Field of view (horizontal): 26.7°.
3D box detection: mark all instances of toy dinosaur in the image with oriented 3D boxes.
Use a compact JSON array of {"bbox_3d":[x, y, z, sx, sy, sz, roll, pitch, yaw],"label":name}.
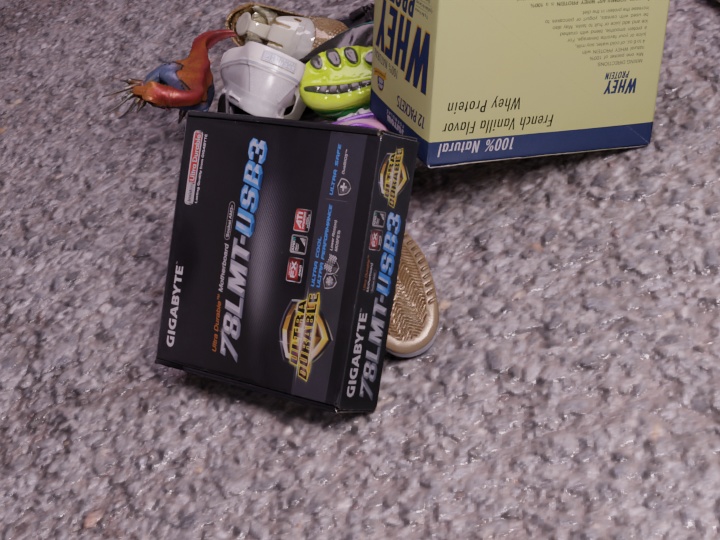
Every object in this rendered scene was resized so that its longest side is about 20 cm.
[{"bbox_3d":[-0.176,-0.181,1.432,0.200,0.105,0.181,-67,17,-13],"label":"toy dinosaur"}]

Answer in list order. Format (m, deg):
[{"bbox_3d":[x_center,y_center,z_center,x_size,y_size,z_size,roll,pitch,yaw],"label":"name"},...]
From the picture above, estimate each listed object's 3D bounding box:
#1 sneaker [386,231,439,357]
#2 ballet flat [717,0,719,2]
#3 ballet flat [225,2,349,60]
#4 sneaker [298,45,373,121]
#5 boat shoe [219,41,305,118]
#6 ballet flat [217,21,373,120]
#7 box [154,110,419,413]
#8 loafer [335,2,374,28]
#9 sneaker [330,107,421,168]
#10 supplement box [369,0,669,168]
[{"bbox_3d":[0.000,0.000,1.169,0.071,0.113,0.200,-28,63,-10],"label":"sneaker"},{"bbox_3d":[0.332,-0.259,1.313,0.069,0.070,0.200,-22,33,3],"label":"ballet flat"},{"bbox_3d":[-0.077,-0.230,1.521,0.200,0.065,0.071,21,96,54],"label":"ballet flat"},{"bbox_3d":[0.047,-0.163,1.342,0.200,0.084,0.074,1,76,6],"label":"sneaker"},{"bbox_3d":[-0.091,-0.149,1.317,0.069,0.072,0.200,-67,16,-3],"label":"boat shoe"},{"bbox_3d":[-0.045,-0.167,1.430,0.200,0.068,0.068,-23,41,21],"label":"ballet flat"},{"bbox_3d":[-0.060,-0.011,1.111,0.198,0.200,0.050,11,4,40],"label":"box"},{"bbox_3d":[0.047,-0.251,1.482,0.200,0.063,0.072,2,40,34],"label":"loafer"},{"bbox_3d":[-0.043,-0.082,1.266,0.200,0.081,0.088,-20,12,6],"label":"sneaker"},{"bbox_3d":[0.124,-0.205,1.192,0.200,0.200,0.134,-7,28,-18],"label":"supplement box"}]
